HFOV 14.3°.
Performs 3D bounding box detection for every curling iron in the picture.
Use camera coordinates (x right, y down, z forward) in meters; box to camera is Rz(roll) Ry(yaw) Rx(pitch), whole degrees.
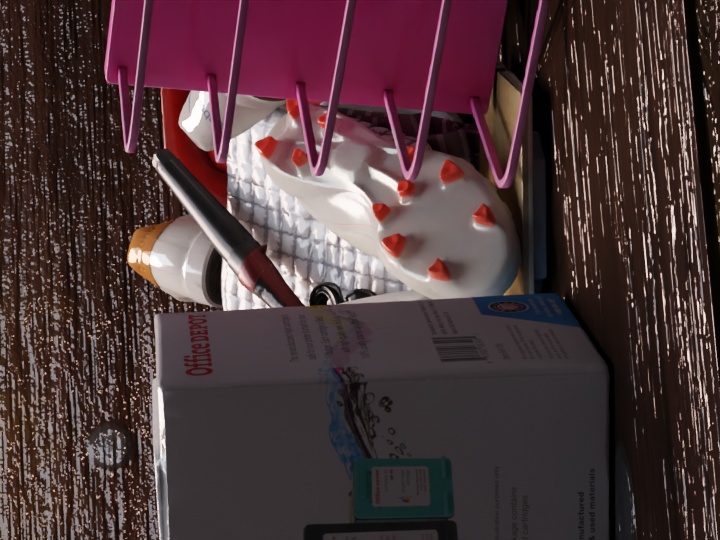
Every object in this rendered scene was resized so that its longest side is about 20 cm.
[{"bbox_3d":[-0.054,-0.009,1.614,0.200,0.026,0.050,42,107,35],"label":"curling iron"}]

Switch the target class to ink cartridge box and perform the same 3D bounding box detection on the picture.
[{"bbox_3d":[0.005,0.099,1.325,0.147,0.200,0.146,-109,17,-77],"label":"ink cartridge box"}]

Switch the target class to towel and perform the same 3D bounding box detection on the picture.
[{"bbox_3d":[0.000,0.000,1.639,0.165,0.085,0.200,13,111,42],"label":"towel"}]

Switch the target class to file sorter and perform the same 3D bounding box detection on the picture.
[{"bbox_3d":[-0.017,-0.125,1.400,0.125,0.200,0.139,-103,20,-61],"label":"file sorter"}]

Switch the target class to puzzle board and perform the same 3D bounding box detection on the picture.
[{"bbox_3d":[0.081,-0.004,1.497,0.151,0.017,0.200,-117,24,-77],"label":"puzzle board"}]

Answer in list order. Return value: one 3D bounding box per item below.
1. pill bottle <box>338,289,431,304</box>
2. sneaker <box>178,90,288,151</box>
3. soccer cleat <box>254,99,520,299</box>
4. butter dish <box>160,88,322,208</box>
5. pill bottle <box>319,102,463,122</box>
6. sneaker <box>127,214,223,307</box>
[{"bbox_3d":[0.026,0.114,1.479,0.111,0.111,0.200,-132,30,-83],"label":"pill bottle"},{"bbox_3d":[-0.049,-0.139,1.610,0.087,0.075,0.200,-41,7,39],"label":"sneaker"},{"bbox_3d":[0.023,-0.031,1.487,0.200,0.069,0.078,34,172,45],"label":"soccer cleat"},{"bbox_3d":[-0.016,-0.144,1.823,0.148,0.199,0.200,-16,75,62],"label":"butter dish"},{"bbox_3d":[0.011,-0.012,1.789,0.200,0.109,0.109,92,174,-48],"label":"pill bottle"},{"bbox_3d":[-0.076,-0.009,1.852,0.200,0.085,0.073,13,-89,-59],"label":"sneaker"}]
